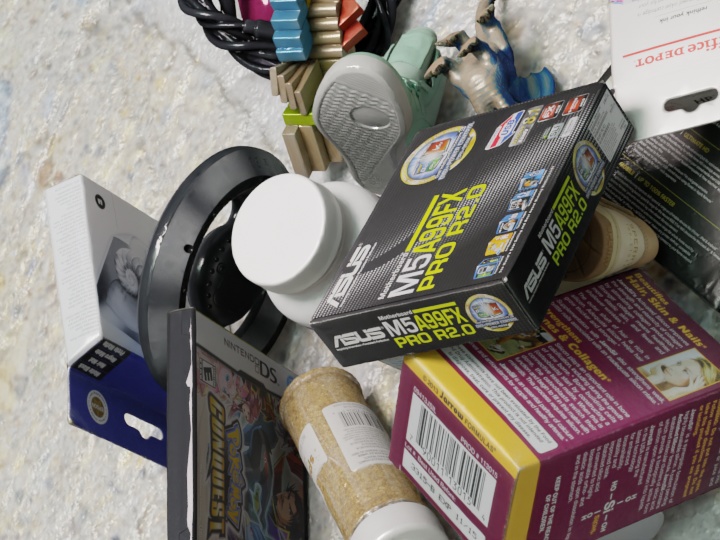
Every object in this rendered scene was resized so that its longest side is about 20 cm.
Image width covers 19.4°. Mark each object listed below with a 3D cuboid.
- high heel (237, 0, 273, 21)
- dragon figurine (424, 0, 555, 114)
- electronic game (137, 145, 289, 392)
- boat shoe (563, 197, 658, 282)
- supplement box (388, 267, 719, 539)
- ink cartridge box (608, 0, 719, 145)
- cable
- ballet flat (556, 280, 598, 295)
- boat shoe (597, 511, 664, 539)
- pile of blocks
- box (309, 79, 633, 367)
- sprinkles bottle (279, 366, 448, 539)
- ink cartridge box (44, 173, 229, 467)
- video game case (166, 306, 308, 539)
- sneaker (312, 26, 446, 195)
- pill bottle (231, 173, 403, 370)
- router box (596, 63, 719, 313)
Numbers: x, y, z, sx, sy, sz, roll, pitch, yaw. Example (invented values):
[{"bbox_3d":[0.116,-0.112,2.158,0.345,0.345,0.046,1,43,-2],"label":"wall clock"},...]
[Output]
[{"bbox_3d":[-0.120,-0.269,1.801,0.200,0.067,0.096,37,86,36],"label":"high heel"},{"bbox_3d":[0.106,-0.142,1.585,0.059,0.099,0.200,-33,18,25],"label":"dragon figurine"},{"bbox_3d":[-0.104,0.003,1.604,0.042,0.200,0.200,16,83,29],"label":"electronic game"},{"bbox_3d":[0.123,-0.031,1.473,0.200,0.064,0.071,24,110,50],"label":"boat shoe"},{"bbox_3d":[0.138,0.096,1.377,0.131,0.200,0.103,47,143,40],"label":"supplement box"},{"bbox_3d":[0.234,-0.176,1.431,0.115,0.068,0.200,-13,64,31],"label":"ink cartridge box"},{"bbox_3d":[-0.057,-0.236,1.712,0.163,0.051,0.200,-46,79,3],"label":"cable"},{"bbox_3d":[0.103,0.082,1.505,0.069,0.069,0.200,37,96,40],"label":"ballet flat"},{"bbox_3d":[0.117,0.196,1.451,0.200,0.069,0.057,-36,55,24],"label":"boat shoe"},{"bbox_3d":[-0.029,-0.172,1.646,0.062,0.082,0.200,0,106,22],"label":"pile of blocks"},{"bbox_3d":[0.074,-0.031,1.368,0.160,0.044,0.200,-12,35,39],"label":"box"},{"bbox_3d":[0.001,0.150,1.523,0.068,0.068,0.200,-48,36,12],"label":"sprinkles bottle"},{"bbox_3d":[-0.163,0.049,1.630,0.041,0.200,0.200,-22,61,22],"label":"ink cartridge box"},{"bbox_3d":[-0.088,0.148,1.547,0.025,0.181,0.200,-12,66,22],"label":"video game case"},{"bbox_3d":[0.018,-0.145,1.578,0.074,0.200,0.118,11,72,12],"label":"sneaker"},{"bbox_3d":[0.000,0.000,1.525,0.109,0.200,0.109,-14,66,32],"label":"pill bottle"},{"bbox_3d":[0.237,-0.076,1.464,0.149,0.051,0.200,-52,51,7],"label":"router box"}]
